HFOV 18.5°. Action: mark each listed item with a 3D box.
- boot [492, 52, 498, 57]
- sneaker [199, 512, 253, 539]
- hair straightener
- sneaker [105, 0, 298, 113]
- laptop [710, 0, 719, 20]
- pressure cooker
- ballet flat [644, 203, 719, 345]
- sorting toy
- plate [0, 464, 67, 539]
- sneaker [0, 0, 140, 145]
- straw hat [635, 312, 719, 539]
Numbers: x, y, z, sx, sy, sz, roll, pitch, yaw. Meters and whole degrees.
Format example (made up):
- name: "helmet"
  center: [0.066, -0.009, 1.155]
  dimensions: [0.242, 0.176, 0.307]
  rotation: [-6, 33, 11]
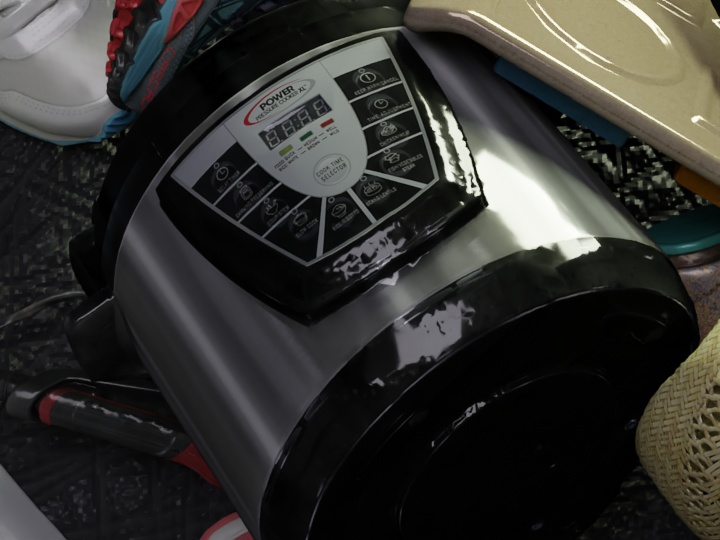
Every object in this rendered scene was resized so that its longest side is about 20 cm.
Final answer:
- name: "boot"
  center: [0.056, -0.129, 0.911]
  dimensions: [0.164, 0.066, 0.201]
  rotation: [5, 69, 18]
- name: "sneaker"
  center: [-0.077, 0.170, 0.808]
  dimensions: [0.074, 0.087, 0.200]
  rotation: [40, 80, -11]
- name: "hair straightener"
  center: [-0.066, 0.051, 0.889]
  dimensions: [0.199, 0.041, 0.077]
  rotation: [10, 43, 14]
- name: "sneaker"
  center: [-0.025, -0.128, 0.860]
  dimensions: [0.095, 0.079, 0.200]
  rotation: [30, 115, -21]
- name: "laptop"
  center: [0.219, -0.168, 0.815]
  dimensions: [0.200, 0.103, 0.178]
  rotation: [-37, 44, 24]
- name: "pressure cooker"
  center: [0.000, 0.002, 0.787]
  dimensions: [0.200, 0.175, 0.179]
  rotation: [54, 126, 35]
- name: "ballet flat"
  center: [0.188, -0.013, 0.852]
  dimensions: [0.199, 0.068, 0.068]
  rotation: [-22, 106, -21]
- name: "sorting toy"
  center: [0.120, -0.077, 0.811]
  dimensions: [0.199, 0.185, 0.037]
  rotation: [26, 120, 0]
- name: "plate"
  center: [-0.204, 0.157, 0.871]
  dimensions: [0.199, 0.032, 0.200]
  rotation: [-43, 72, -8]
- name: "sneaker"
  center: [-0.163, -0.134, 0.936]
  dimensions: [0.076, 0.081, 0.200]
  rotation: [-40, 72, -8]
- name: "straw hat"
  center: [0.139, 0.057, 0.726]
  dimensions: [0.085, 0.201, 0.202]
  rotation: [26, 76, 30]
